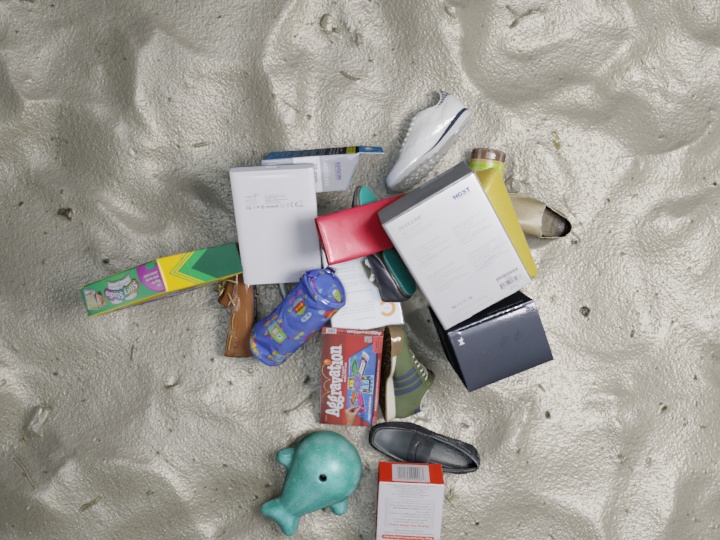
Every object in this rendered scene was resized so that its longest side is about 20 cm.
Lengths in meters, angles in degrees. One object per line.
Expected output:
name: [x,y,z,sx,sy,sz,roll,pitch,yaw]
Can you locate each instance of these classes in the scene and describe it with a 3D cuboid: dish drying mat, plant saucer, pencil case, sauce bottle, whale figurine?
dish drying mat: [0.028,-0.069,1.147,0.199,0.018,0.077,-17,93,-23]
plant saucer: [0.166,-0.049,1.218,0.199,0.048,0.201,-13,110,37]
pencil case: [-0.107,0.076,1.217,0.087,0.078,0.200,46,122,1]
sauce bottle: [0.212,-0.111,1.285,0.064,0.065,0.201,7,90,0]
whale figurine: [-0.086,0.371,1.268,0.159,0.104,0.200,44,91,0]

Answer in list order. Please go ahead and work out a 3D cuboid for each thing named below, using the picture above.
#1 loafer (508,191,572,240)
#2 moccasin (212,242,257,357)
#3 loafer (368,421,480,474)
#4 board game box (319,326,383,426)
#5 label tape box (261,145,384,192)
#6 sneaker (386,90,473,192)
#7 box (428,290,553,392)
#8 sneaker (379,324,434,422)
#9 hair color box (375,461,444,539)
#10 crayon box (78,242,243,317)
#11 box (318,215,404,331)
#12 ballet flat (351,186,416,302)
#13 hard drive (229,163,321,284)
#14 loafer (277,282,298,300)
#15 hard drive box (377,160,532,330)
loafer: [0.279,-0.095,1.247,0.199,0.067,0.076,6,93,-27]
moccasin: [-0.221,0.052,1.289,0.077,0.074,0.202,-2,100,-8]
loafer: [0.113,0.310,1.281,0.200,0.070,0.068,14,89,-1]
board game box: [-0.018,0.186,1.260,0.102,0.019,0.201,4,121,2]
label tape box: [-0.060,-0.171,1.242,0.199,0.143,0.066,-2,104,0]
sneaker: [0.108,-0.224,1.289,0.080,0.076,0.200,42,86,12]
box: [0.208,0.101,1.212,0.147,0.200,0.105,-21,100,1]
sneaker: [0.083,0.173,1.259,0.089,0.067,0.201,-5,123,-11]
hair color box: [0.081,0.429,1.257,0.110,0.064,0.201,3,109,1]
crayon box: [-0.323,0.014,1.195,0.199,0.172,0.059,-16,90,34]
box: [0.000,0.000,1.270,0.124,0.097,0.201,-7,89,0]
ballet flat: [0.020,-0.036,1.190,0.073,0.073,0.201,-26,95,0]
hard drive: [-0.135,-0.073,1.194,0.131,0.025,0.201,-3,119,-1]
loafer: [-0.124,-0.016,1.289,0.069,0.075,0.201,-19,99,-5]
hard drive box: [0.143,-0.037,1.116,0.155,0.077,0.200,-29,110,7]
